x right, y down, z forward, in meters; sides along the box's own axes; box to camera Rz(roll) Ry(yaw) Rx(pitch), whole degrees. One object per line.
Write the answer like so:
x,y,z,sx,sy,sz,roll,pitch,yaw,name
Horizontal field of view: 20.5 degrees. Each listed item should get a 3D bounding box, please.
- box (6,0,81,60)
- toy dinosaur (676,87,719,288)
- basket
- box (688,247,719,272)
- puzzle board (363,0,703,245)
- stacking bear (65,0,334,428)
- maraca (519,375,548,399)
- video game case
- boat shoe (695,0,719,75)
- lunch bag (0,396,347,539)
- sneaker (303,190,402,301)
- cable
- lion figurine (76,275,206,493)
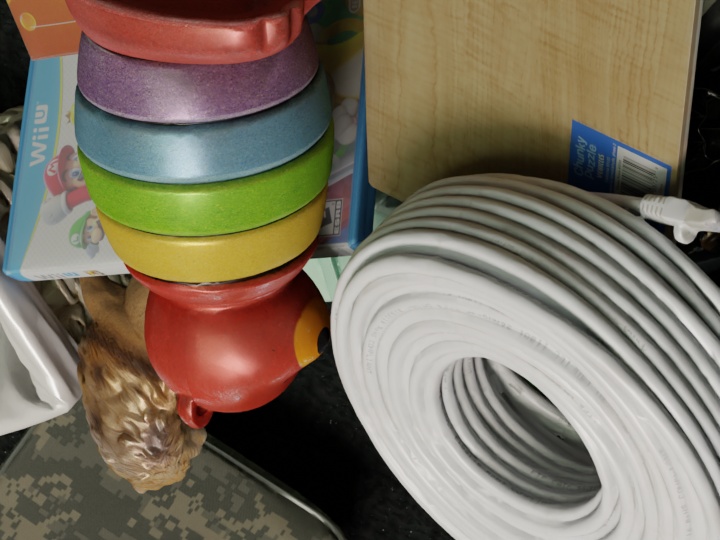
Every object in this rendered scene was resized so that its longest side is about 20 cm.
-0.110,-0.207,0.869,0.124,0.098,0.201,-4,120,30,box
0.154,-0.042,0.833,0.199,0.136,0.102,-34,97,10,toy dinosaur
-0.223,0.009,1.066,0.199,0.123,0.136,-17,113,37,basket
0.217,0.061,0.913,0.158,0.046,0.201,-17,113,35,box
0.062,-0.084,0.757,0.150,0.017,0.201,28,140,29,puzzle board
-0.057,-0.033,0.822,0.113,0.122,0.201,7,120,19,stacking bear
0.099,0.111,0.961,0.107,0.137,0.201,-29,121,-7,maraca
-0.078,-0.071,0.935,0.199,0.144,0.018,-4,163,31,video game case
0.146,-0.104,0.824,0.067,0.072,0.200,24,141,-22,boat shoe
-0.112,0.158,1.099,0.199,0.140,0.168,32,165,4,lunch bag
0.000,0.000,0.941,0.199,0.118,0.074,-9,119,34,sneaker
0.078,0.053,0.792,0.199,0.069,0.201,15,137,40,cable
-0.079,0.003,0.958,0.200,0.072,0.123,-55,46,28,lion figurine
